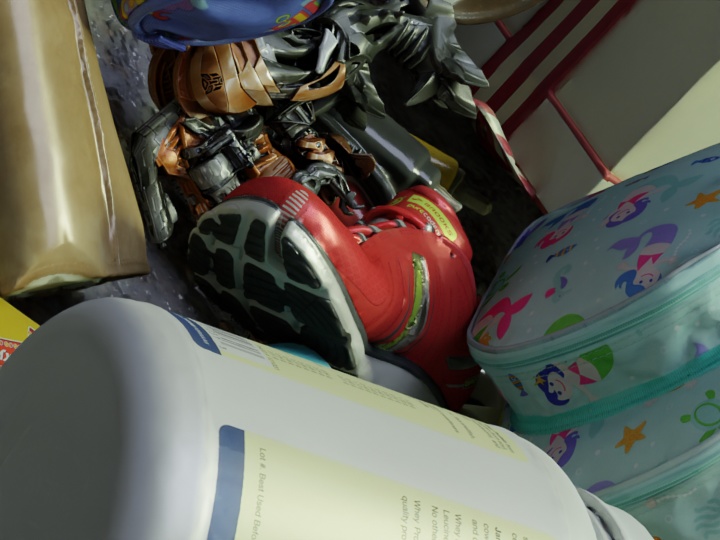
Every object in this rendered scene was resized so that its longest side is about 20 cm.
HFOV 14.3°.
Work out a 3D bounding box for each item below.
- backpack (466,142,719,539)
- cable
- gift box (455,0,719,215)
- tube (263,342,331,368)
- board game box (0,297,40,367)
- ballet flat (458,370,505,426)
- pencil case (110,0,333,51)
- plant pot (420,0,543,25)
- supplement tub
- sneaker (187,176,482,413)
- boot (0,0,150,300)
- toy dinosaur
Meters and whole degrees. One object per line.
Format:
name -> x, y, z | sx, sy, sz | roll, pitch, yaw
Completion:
backpack -> 0.129, 0.047, 1.084 | 0.151, 0.177, 0.200 | 53, 36, -21
cable -> -0.033, -0.065, 1.231 | 0.200, 0.050, 0.097 | 41, 50, -1
gift box -> 0.133, -0.098, 1.296 | 0.200, 0.187, 0.185 | 29, 22, -40
tube -> -0.086, 0.061, 0.962 | 0.200, 0.050, 0.078 | -10, 71, -51
board game box -> -0.093, 0.100, 0.987 | 0.200, 0.034, 0.135 | 37, 37, -27
ballet flat -> 0.054, 0.062, 1.197 | 0.067, 0.067, 0.200 | 25, 41, -8
pencil case -> -0.073, -0.178, 1.069 | 0.078, 0.087, 0.201 | 14, 57, -62
plant pot -> 0.026, -0.203, 1.236 | 0.187, 0.187, 0.200 | 24, 32, -40
supplement tub -> -0.018, 0.103, 0.871 | 0.200, 0.145, 0.145 | 21, 45, -30
sneaker -> 0.000, 0.000, 1.082 | 0.077, 0.085, 0.200 | 27, -10, 26
boot -> -0.129, -0.091, 0.998 | 0.175, 0.066, 0.201 | -7, 87, -71
toy dinosaur -> -0.034, -0.074, 1.126 | 0.135, 0.201, 0.102 | -18, 31, -31
